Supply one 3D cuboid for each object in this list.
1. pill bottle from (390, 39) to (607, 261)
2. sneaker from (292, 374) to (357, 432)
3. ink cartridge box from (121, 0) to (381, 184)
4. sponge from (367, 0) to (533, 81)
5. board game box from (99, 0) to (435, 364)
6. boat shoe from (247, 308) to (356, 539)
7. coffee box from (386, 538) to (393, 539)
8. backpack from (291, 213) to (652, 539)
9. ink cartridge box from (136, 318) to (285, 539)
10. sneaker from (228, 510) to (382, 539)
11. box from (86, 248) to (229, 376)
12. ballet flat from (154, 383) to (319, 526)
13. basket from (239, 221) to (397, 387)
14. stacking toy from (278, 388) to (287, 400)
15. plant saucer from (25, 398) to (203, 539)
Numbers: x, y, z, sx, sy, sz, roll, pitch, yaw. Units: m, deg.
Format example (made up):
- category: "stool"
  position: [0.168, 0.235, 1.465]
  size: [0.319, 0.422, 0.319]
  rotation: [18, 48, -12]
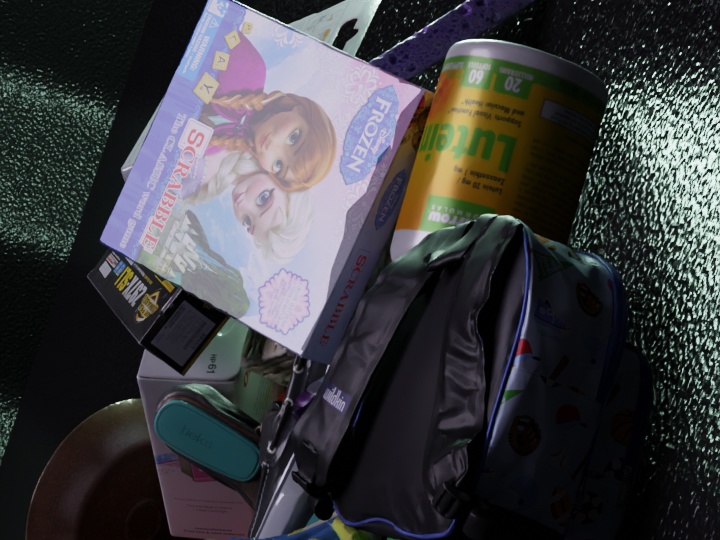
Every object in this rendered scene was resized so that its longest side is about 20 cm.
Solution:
- category: "pill bottle"
  position: [0.084, -0.039, 1.407]
  size: [0.111, 0.111, 0.201]
  rotation: [172, 116, -73]
- category: "sneaker"
  position: [-0.006, 0.113, 1.451]
  size: [0.074, 0.087, 0.200]
  rotation: [48, 165, 29]
- category: "ink cartridge box"
  position: [-0.070, -0.129, 1.618]
  size: [0.199, 0.057, 0.163]
  rotation: [-16, 28, 24]
- category: "sponge"
  position: [0.041, -0.162, 1.609]
  size: [0.200, 0.030, 0.111]
  rotation: [-34, 4, -30]
- category: "board game box"
  position: [-0.063, -0.067, 1.496]
  size: [0.199, 0.041, 0.201]
  rotation: [27, 95, 31]
- category: "boat shoe"
  position: [-0.040, 0.108, 1.520]
  size: [0.201, 0.056, 0.069]
  rotation: [-67, -15, 10]
- category: "coffee box"
  position: [0.049, 0.189, 1.388]
  size: [0.123, 0.044, 0.201]
  rotation: [-126, 55, -73]
- category: "backpack"
  position: [0.078, 0.069, 1.230]
  size: [0.200, 0.154, 0.191]
  rotation: [2, 77, 59]
- category: "ink cartridge box"
  position: [-0.116, 0.101, 1.753]
  size: [0.145, 0.084, 0.200]
  rotation: [-79, -11, -45]
- category: "sneaker"
  position: [-0.045, 0.192, 1.452]
  size: [0.200, 0.105, 0.076]
  rotation: [-73, 4, -75]
- category: "box"
  position: [-0.125, -0.021, 1.640]
  size: [0.160, 0.049, 0.200]
  rotation: [-53, 23, 0]
- category: "ballet flat"
  position: [-0.064, 0.148, 1.612]
  size: [0.068, 0.200, 0.068]
  rotation: [-52, -5, 20]
- category: "basket"
  position: [0.000, 0.000, 1.626]
  size: [0.136, 0.123, 0.201]
  rotation: [157, 130, -68]
- category: "stacking toy"
  position: [-0.034, 0.047, 1.788]
  size: [0.085, 0.085, 0.201]
  rotation: [154, 127, -69]
- category: "plant saucer"
  position: [-0.194, 0.210, 1.835]
  size: [0.037, 0.200, 0.201]
  rotation: [17, 88, 44]
